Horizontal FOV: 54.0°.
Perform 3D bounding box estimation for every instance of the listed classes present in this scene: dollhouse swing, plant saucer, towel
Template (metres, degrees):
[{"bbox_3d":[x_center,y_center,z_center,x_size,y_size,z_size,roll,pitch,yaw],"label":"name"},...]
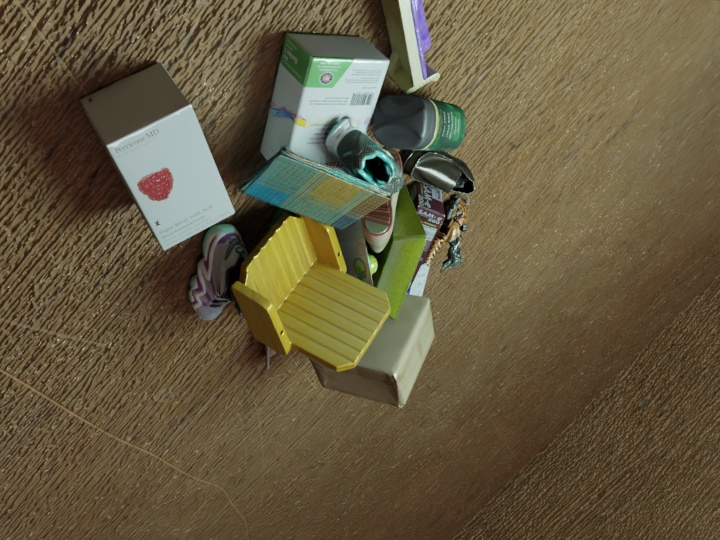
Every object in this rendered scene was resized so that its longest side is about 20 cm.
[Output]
[{"bbox_3d":[-0.067,0.032,1.156,0.201,0.174,0.183,-53,145,-32],"label":"dollhouse swing"},{"bbox_3d":[0.049,-0.045,1.329,0.047,0.201,0.201,5,128,-19],"label":"plant saucer"},{"bbox_3d":[-0.071,-0.122,1.089,0.199,0.022,0.146,18,153,-31],"label":"towel"}]

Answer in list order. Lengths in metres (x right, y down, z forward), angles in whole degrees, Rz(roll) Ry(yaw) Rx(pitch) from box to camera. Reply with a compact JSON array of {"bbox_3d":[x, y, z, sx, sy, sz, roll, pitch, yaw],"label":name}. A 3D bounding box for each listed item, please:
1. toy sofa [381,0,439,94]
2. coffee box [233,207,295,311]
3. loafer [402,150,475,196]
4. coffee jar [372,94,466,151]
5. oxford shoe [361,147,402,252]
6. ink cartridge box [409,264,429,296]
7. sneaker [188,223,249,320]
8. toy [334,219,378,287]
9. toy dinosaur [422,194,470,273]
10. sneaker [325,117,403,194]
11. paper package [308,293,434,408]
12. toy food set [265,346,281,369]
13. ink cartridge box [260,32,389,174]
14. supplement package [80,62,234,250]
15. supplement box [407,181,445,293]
[{"bbox_3d":[0.074,-0.381,1.073,0.097,0.083,0.201,-32,143,-9],"label":"toy sofa"},{"bbox_3d":[-0.135,-0.004,1.267,0.123,0.044,0.202,23,93,-52],"label":"coffee box"},{"bbox_3d":[0.160,-0.191,1.361,0.199,0.071,0.073,4,126,-45],"label":"loafer"},{"bbox_3d":[0.099,-0.242,1.170,0.200,0.103,0.086,-19,115,-63],"label":"coffee jar"},{"bbox_3d":[0.033,-0.126,1.246,0.070,0.202,0.074,9,150,6],"label":"oxford shoe"},{"bbox_3d":[0.058,0.035,1.527,0.199,0.039,0.100,-15,132,-35],"label":"ink cartridge box"},{"bbox_3d":[-0.227,0.038,1.191,0.077,0.140,0.201,-11,135,-33],"label":"sneaker"},{"bbox_3d":[0.000,0.000,1.297,0.047,0.115,0.202,-11,96,-35],"label":"toy"},{"bbox_3d":[0.167,-0.077,1.451,0.199,0.102,0.137,-30,147,-34],"label":"toy dinosaur"},{"bbox_3d":[0.022,-0.157,1.115,0.078,0.091,0.200,-48,147,10],"label":"sneaker"},{"bbox_3d":[0.027,0.141,1.362,0.201,0.189,0.104,-59,148,-39],"label":"paper package"},{"bbox_3d":[-0.107,0.119,1.457,0.198,0.060,0.144,-21,140,-26],"label":"toy food set"},{"bbox_3d":[-0.059,-0.250,1.088,0.144,0.084,0.201,-10,135,-36],"label":"ink cartridge box"},{"bbox_3d":[-0.273,-0.152,0.968,0.121,0.120,0.201,-29,143,-13],"label":"supplement package"},{"bbox_3d":[0.101,-0.062,1.404,0.060,0.109,0.201,18,122,-9],"label":"supplement box"}]
